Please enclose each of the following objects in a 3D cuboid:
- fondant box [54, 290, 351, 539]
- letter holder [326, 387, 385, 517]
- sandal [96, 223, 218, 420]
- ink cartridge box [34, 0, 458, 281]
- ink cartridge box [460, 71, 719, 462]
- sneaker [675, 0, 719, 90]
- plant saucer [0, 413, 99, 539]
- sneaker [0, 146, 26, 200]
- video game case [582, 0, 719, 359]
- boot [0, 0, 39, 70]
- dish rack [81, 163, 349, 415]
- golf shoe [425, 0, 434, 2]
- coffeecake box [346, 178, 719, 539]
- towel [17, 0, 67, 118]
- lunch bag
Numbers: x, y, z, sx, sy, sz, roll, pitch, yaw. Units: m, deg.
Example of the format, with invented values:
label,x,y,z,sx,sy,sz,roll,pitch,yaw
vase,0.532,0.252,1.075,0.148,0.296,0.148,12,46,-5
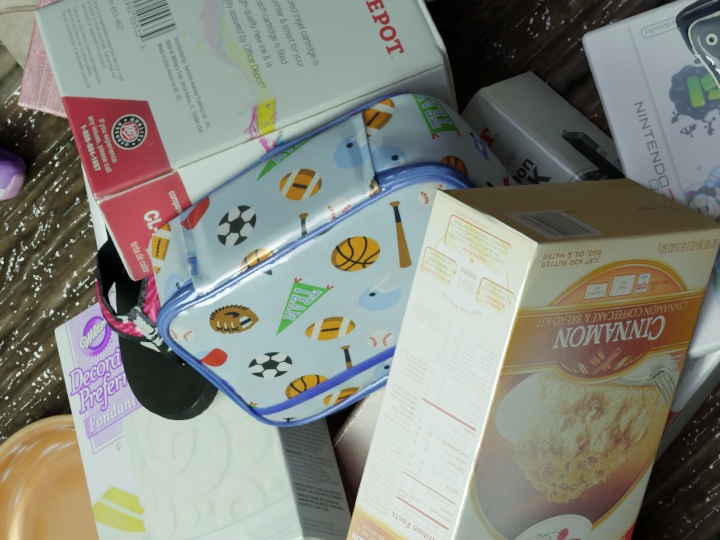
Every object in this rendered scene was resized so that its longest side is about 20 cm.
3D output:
label,x,y,z,sx,sy,sz,roll,pitch,yaw
fondant box,-0.093,0.096,1.417,0.144,0.058,0.201,-31,60,28
letter holder,0.077,0.149,1.410,0.200,0.100,0.143,40,113,14
sandal,-0.127,-0.003,1.404,0.075,0.045,0.201,-31,59,27
ink cartridge box,-0.059,-0.103,1.326,0.199,0.083,0.146,-21,54,-1
ink cartridge box,0.114,0.008,1.371,0.200,0.084,0.145,42,114,13
sneaker,0.224,-0.169,1.223,0.145,0.077,0.204,-8,101,13
plant saucer,-0.164,0.187,1.572,0.199,0.037,0.202,5,102,25
sneaker,-0.292,-0.113,1.557,0.199,0.080,0.089,31,104,19
video game case,0.236,-0.070,1.279,0.198,0.024,0.184,-18,80,9
boot,-0.150,-0.197,1.476,0.199,0.070,0.147,-25,77,17
dish rack,-0.077,-0.008,1.486,0.170,0.043,0.202,-8,97,28
golf shoe,0.099,-0.206,1.345,0.091,0.075,0.200,41,124,-4
coffeecake box,0.088,0.061,1.242,0.073,0.153,0.202,30,114,39
towel,-0.087,-0.140,1.409,0.198,0.023,0.145,15,94,-4
lunch bag,0.000,0.000,1.287,0.199,0.160,0.076,-26,48,17
